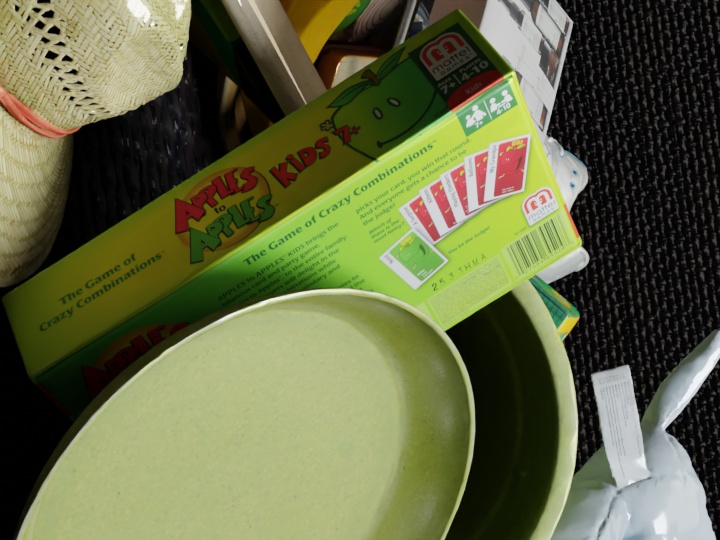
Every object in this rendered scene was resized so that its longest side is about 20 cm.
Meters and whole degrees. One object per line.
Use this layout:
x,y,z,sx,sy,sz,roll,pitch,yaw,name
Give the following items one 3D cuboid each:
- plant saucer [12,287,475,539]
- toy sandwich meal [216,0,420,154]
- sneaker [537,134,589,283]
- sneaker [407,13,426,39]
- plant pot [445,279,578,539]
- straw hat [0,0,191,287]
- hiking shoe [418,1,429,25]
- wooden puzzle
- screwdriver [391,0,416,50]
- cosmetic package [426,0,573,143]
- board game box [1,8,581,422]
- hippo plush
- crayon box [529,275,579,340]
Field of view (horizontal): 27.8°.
-0.044,0.089,0.539,0.031,0.199,0.201,39,-24,44,plant saucer
-0.008,-0.120,0.850,0.205,0.070,0.206,-44,156,-26,toy sandwich meal
0.121,-0.084,1.078,0.075,0.086,0.202,-151,-133,-80,sneaker
0.039,-0.160,0.984,0.081,0.145,0.202,17,65,-78,sneaker
-0.009,0.064,0.700,0.190,0.198,0.202,-110,-168,-89,plant pot
-0.106,-0.097,0.515,0.201,0.084,0.203,-9,90,-79,straw hat
0.028,-0.117,1.070,0.087,0.074,0.202,43,44,-85,hiking shoe
-0.077,-0.141,0.626,0.186,0.037,0.200,60,-3,-36,wooden puzzle
0.007,-0.081,0.819,0.029,0.028,0.201,-73,-179,-61,screwdriver
0.070,-0.095,0.857,0.082,0.050,0.201,41,51,-34,cosmetic package
-0.022,0.000,0.554,0.048,0.199,0.102,57,-1,44,board game box
0.088,0.146,0.727,0.158,0.160,0.202,-14,96,-36,hippo plush
0.064,0.090,0.984,0.058,0.200,0.119,39,6,10,crayon box
